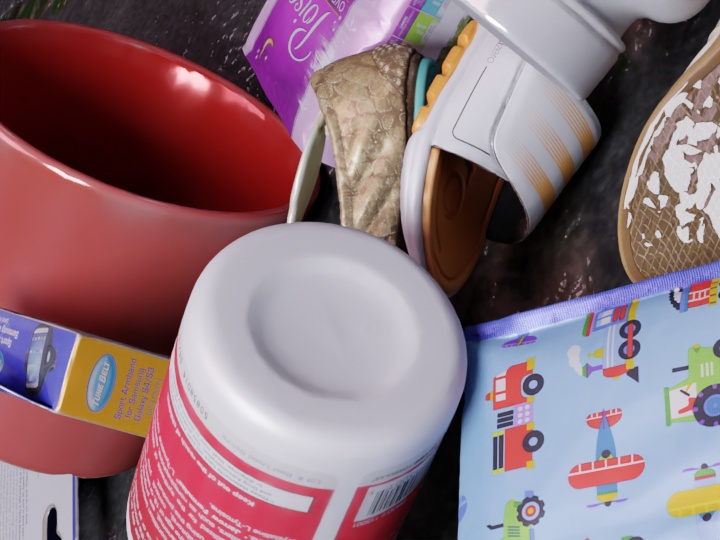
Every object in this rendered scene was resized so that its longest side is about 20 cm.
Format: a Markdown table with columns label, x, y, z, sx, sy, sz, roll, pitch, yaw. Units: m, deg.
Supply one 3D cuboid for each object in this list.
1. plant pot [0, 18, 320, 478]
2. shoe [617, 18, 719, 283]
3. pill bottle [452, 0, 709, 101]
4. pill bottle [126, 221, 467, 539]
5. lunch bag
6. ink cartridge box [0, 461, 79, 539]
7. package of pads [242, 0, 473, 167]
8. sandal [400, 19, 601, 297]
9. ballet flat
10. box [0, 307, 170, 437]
| label | x | y | z | sx | sy | sz | roll | pitch | yaw |
| --- | --- | --- | --- | --- | --- | --- | --- | --- | --- |
| plant pot | -0.142 | -0.006 | 1.235 | 0.178 | 0.199 | 0.201 | -65 | 32 | 24 |
| shoe | 0.165 | -0.076 | 0.944 | 0.070 | 0.053 | 0.201 | 33 | 107 | 24 |
| pill bottle | 0.120 | -0.171 | 0.963 | 0.200 | 0.111 | 0.111 | -51 | 35 | 5 |
| pill bottle | -0.034 | 0.082 | 0.983 | 0.201 | 0.111 | 0.113 | 112 | 156 | -49 |
| lunch bag | 0.136 | 0.074 | 0.877 | 0.199 | 0.094 | 0.152 | -23 | 52 | 37 |
| ink cartridge box | -0.197 | 0.189 | 1.332 | 0.200 | 0.043 | 0.198 | -34 | 47 | 37 |
| package of pads | 0.026 | -0.152 | 1.153 | 0.201 | 0.075 | 0.121 | -59 | 32 | 20 |
| sandal | 0.078 | -0.084 | 1.046 | 0.059 | 0.079 | 0.208 | 14 | 71 | 29 |
| ballet flat | 0.000 | 0.000 | 1.080 | 0.065 | 0.070 | 0.202 | 0 | 81 | 14 |
| box | -0.095 | 0.056 | 1.107 | 0.119 | 0.199 | 0.042 | 12 | 83 | 56 |
